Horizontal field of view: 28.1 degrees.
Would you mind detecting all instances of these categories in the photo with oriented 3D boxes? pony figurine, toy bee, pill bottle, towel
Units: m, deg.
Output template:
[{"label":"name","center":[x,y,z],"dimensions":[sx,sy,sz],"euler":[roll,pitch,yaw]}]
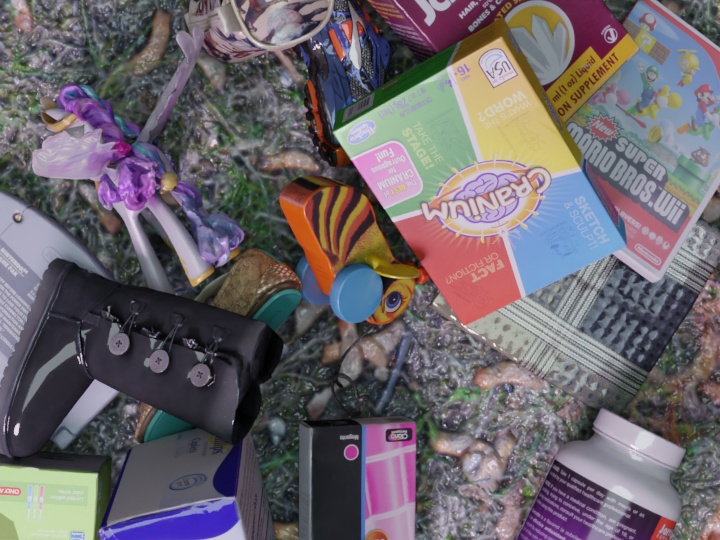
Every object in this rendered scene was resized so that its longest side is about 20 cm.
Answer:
[{"label":"pony figurine","center":[-0.175,-0.078,1.125],"dimensions":[0.166,0.193,0.201],"euler":[-37,93,-28]},{"label":"toy bee","center":[0.000,0.000,1.177],"dimensions":[0.108,0.201,0.131],"euler":[-32,55,-28]},{"label":"pill bottle","center":[0.188,0.219,1.172],"dimensions":[0.112,0.112,0.202],"euler":[26,90,-2]},{"label":"towel","center":[0.183,-0.002,1.213],"dimensions":[0.199,0.035,0.194],"euler":[32,93,-4]}]

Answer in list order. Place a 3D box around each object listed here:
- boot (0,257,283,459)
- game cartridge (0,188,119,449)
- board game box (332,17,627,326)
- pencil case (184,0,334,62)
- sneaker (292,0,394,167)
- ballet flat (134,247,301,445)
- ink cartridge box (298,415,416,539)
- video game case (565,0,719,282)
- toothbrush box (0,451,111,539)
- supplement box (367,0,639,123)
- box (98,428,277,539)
[{"label":"boot","center":[-0.174,0.094,1.118],"dimensions":[0.198,0.066,0.167],"euler":[17,90,15]},{"label":"game cartridge","center":[-0.271,0.032,1.191],"dimensions":[0.133,0.042,0.200],"euler":[-45,92,-5]},{"label":"board game box","center":[0.094,-0.072,1.115],"dimensions":[0.152,0.040,0.201],"euler":[-27,114,20]},{"label":"pencil case","center":[-0.085,-0.205,1.118],"dimensions":[0.088,0.200,0.079],"euler":[-10,98,-15]},{"label":"sneaker","center":[-0.014,-0.189,1.186],"dimensions":[0.078,0.075,0.202],"euler":[-12,94,-18]},{"label":"ballet flat","center":[-0.125,0.060,1.178],"dimensions":[0.200,0.070,0.065],"euler":[-46,62,16]},{"label":"ink cartridge box","center":[-0.003,0.223,1.189],"dimensions":[0.094,0.037,0.203],"euler":[-1,96,-21]},{"label":"video game case","center":[0.239,-0.112,1.193],"dimensions":[0.142,0.017,0.201],"euler":[35,76,-3]},{"label":"toothbrush box","center":[-0.285,0.251,1.169],"dimensions":[0.144,0.086,0.203],"euler":[4,90,-2]},{"label":"supplement box","center":[0.103,-0.208,1.142],"dimensions":[0.131,0.103,0.200],"euler":[-45,109,0]},{"label":"box","center":[-0.118,0.244,1.112],"dimensions":[0.104,0.184,0.202],"euler":[-12,102,0]}]
